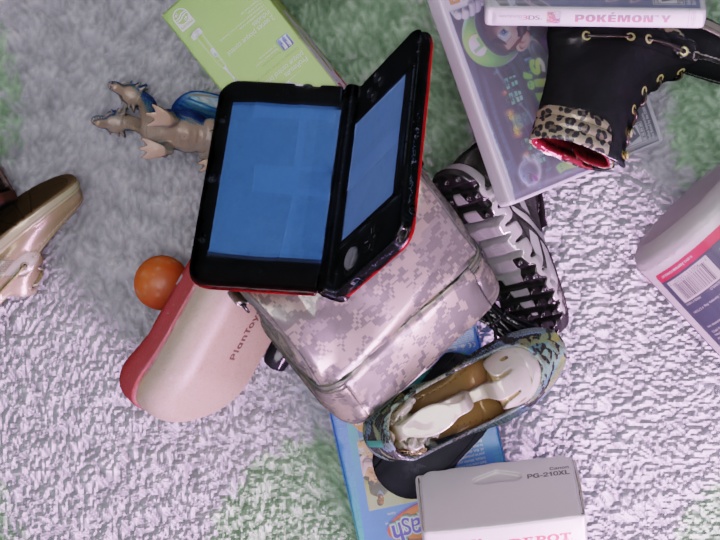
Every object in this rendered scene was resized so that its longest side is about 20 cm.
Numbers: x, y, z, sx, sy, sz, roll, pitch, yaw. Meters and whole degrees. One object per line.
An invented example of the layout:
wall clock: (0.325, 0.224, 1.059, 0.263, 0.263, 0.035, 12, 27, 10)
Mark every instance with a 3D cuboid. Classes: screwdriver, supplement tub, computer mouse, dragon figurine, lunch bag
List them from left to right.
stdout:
dragon figurine: (-0.144, -0.126, 1.644, 0.199, 0.100, 0.059, 11, 109, -4)
screwdriver: (-0.033, 0.004, 1.674, 0.028, 0.029, 0.201, 29, 101, -1)
lunch bag: (0.000, 0.000, 1.551, 0.200, 0.168, 0.139, -40, 48, -4)
computer mouse: (0.064, 0.100, 1.628, 0.140, 0.046, 0.200, 42, 94, -3)
supplement tub: (0.352, 0.013, 1.604, 0.140, 0.140, 0.200, -43, 92, 6)

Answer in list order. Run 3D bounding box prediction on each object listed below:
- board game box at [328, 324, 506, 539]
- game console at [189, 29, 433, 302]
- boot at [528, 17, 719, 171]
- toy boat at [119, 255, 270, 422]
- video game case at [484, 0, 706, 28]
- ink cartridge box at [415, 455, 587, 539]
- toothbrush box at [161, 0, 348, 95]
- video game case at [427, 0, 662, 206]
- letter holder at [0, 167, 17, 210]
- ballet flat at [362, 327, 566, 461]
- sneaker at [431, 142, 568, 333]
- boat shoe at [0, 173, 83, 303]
board game box: (0.054, 0.157, 1.679, 0.151, 0.045, 0.201, -12, 94, 3)
game console: (-0.037, -0.089, 1.437, 0.118, 0.172, 0.201, 19, 58, -21)
boot: (0.242, -0.153, 1.591, 0.202, 0.073, 0.155, 18, 73, -17)
toy boat: (-0.154, 0.033, 1.654, 0.130, 0.130, 0.201, 34, 96, 30)
video game case: (0.196, -0.274, 1.569, 0.181, 0.201, 0.023, 1, 133, 3)
ink cartridge box: (0.132, 0.275, 1.630, 0.144, 0.085, 0.201, -7, 121, 3)
toothbrush box: (-0.072, -0.170, 1.604, 0.086, 0.146, 0.200, -37, 92, 6)
video game case: (0.164, -0.179, 1.608, 0.181, 0.023, 0.201, -22, 95, -28)
letter holder: (-0.437, -0.072, 1.646, 0.199, 0.101, 0.143, -30, 92, 10)
ballet flat: (0.098, 0.111, 1.579, 0.199, 0.074, 0.075, -29, 94, -10)
sneaker: (0.142, -0.034, 1.644, 0.066, 0.091, 0.201, -11, 122, 42)
boat shoe: (-0.322, -0.006, 1.673, 0.200, 0.072, 0.065, -44, 114, -3)
